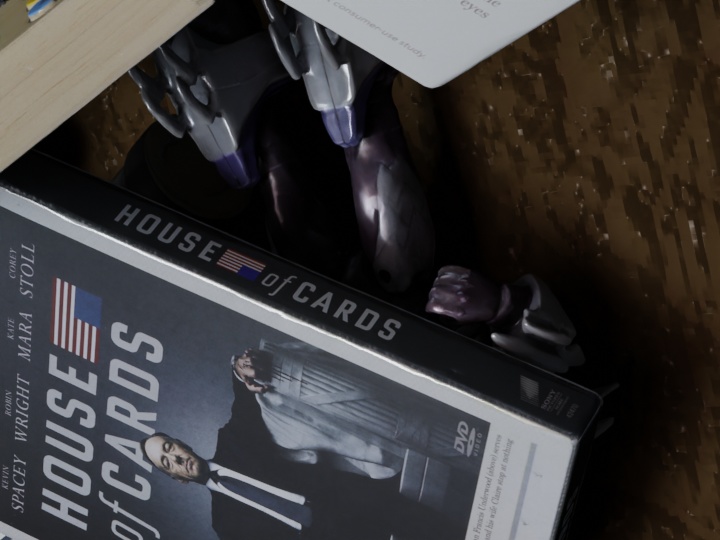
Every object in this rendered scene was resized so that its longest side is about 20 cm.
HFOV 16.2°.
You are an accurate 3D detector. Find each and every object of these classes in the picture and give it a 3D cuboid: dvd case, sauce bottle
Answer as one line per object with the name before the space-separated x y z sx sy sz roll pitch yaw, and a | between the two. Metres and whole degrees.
dvd case | -0.034 0.056 0.757 0.200 0.025 0.150 23 134 15
sauce bottle | -0.101 0.019 0.861 0.065 0.065 0.200 58 135 10

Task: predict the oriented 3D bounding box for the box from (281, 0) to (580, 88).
box | 0.029 -0.154 0.587 0.200 0.152 0.107 -28 42 45

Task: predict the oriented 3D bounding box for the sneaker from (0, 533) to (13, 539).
sneaker | -0.088 0.102 0.880 0.081 0.076 0.200 53 136 2

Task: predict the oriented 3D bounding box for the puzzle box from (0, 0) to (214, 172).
puzzle box | -0.108 -0.061 0.722 0.025 0.133 0.200 51 -178 -17

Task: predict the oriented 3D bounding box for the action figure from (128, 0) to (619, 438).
action figure | 0.000 0.000 0.753 0.130 0.069 0.200 -18 99 34
